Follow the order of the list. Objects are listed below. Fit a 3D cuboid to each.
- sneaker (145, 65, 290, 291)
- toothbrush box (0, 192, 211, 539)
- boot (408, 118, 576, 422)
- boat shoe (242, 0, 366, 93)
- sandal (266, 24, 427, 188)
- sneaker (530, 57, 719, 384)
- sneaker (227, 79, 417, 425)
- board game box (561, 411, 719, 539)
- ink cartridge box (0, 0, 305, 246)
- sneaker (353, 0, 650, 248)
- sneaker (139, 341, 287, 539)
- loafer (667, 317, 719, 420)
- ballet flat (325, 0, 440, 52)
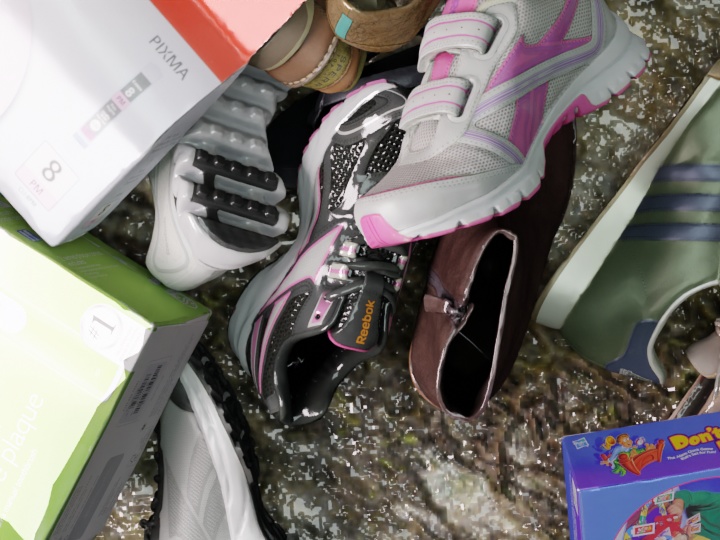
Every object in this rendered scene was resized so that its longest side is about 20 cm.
[{"bbox_3d":[-0.078,-0.080,1.163,0.075,0.081,0.201,22,54,-22],"label":"sneaker"},{"bbox_3d":[-0.202,0.036,1.146,0.199,0.086,0.146,32,102,14],"label":"toothbrush box"},{"bbox_3d":[0.076,-0.021,1.142,0.072,0.166,0.201,15,91,-2],"label":"boot"},{"bbox_3d":[-0.041,-0.174,1.161,0.072,0.068,0.201,-33,48,34],"label":"boat shoe"},{"bbox_3d":[0.032,-0.108,1.175,0.199,0.076,0.043,-26,126,6],"label":"sandal"},{"bbox_3d":[0.184,-0.028,1.190,0.090,0.067,0.201,38,97,8],"label":"sneaker"},{"bbox_3d":[0.000,0.000,1.145,0.080,0.087,0.201,10,123,-23],"label":"sneaker"},{"bbox_3d":[0.182,0.168,1.162,0.134,0.045,0.201,-9,124,-1],"label":"board game box"},{"bbox_3d":[-0.135,-0.136,1.078,0.163,0.057,0.200,48,117,3],"label":"ink cartridge box"},{"bbox_3d":[0.055,-0.086,1.068,0.200,0.081,0.088,-47,113,-36],"label":"sneaker"},{"bbox_3d":[-0.089,0.123,1.192,0.079,0.074,0.201,-17,92,4],"label":"sneaker"},{"bbox_3d":[0.194,0.070,1.199,0.063,0.072,0.201,24,94,5],"label":"loafer"},{"bbox_3d":[0.049,-0.193,1.059,0.068,0.072,0.200,39,94,5],"label":"ballet flat"}]
